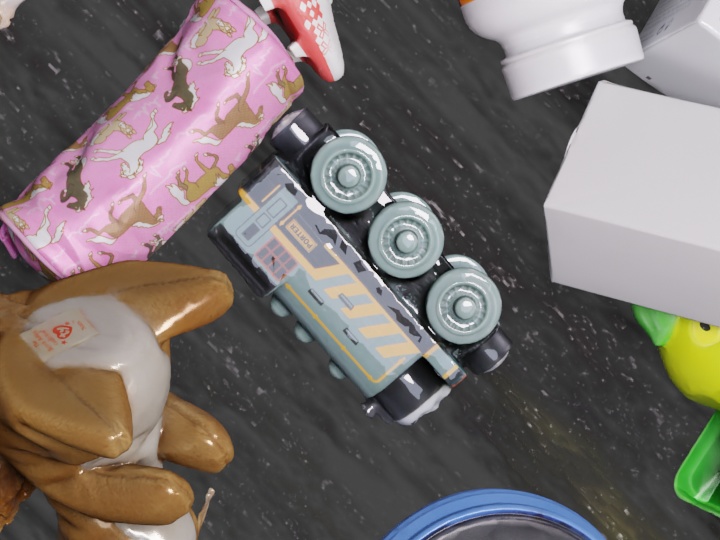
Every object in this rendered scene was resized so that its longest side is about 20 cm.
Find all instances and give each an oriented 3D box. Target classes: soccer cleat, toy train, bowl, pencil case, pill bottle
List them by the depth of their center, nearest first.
[{"bbox_3d":[-0.124,-0.070,1.070,0.200,0.086,0.083,-48,112,-8],"label":"pencil case"},{"bbox_3d":[-0.041,-0.214,1.095,0.085,0.069,0.201,-25,90,-5],"label":"soccer cleat"},{"bbox_3d":[0.103,-0.211,1.098,0.112,0.113,0.201,-18,93,-10],"label":"pill bottle"},{"bbox_3d":[0.000,0.000,1.100,0.114,0.085,0.200,-41,99,4],"label":"toy train"},{"bbox_3d":[0.085,0.238,1.133,0.199,0.039,0.202,0,90,-11],"label":"bowl"}]

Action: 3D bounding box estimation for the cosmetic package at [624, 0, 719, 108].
[{"bbox_3d":[0.309,-0.165,1.124,0.199,0.123,0.201,33,77,-9],"label":"cosmetic package"}]

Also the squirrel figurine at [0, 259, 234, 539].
[{"bbox_3d":[-0.170,0.101,1.029,0.199,0.142,0.187,8,131,13],"label":"squirrel figurine"}]

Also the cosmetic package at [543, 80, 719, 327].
[{"bbox_3d":[0.219,-0.031,1.075,0.199,0.085,0.108,16,58,23],"label":"cosmetic package"}]

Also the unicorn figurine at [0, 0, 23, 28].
[{"bbox_3d":[-0.201,-0.232,1.068,0.137,0.074,0.201,-31,81,0],"label":"unicorn figurine"}]

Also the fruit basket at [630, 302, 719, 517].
[{"bbox_3d":[0.268,0.063,1.123,0.215,0.155,0.217,-5,102,-24],"label":"fruit basket"}]
